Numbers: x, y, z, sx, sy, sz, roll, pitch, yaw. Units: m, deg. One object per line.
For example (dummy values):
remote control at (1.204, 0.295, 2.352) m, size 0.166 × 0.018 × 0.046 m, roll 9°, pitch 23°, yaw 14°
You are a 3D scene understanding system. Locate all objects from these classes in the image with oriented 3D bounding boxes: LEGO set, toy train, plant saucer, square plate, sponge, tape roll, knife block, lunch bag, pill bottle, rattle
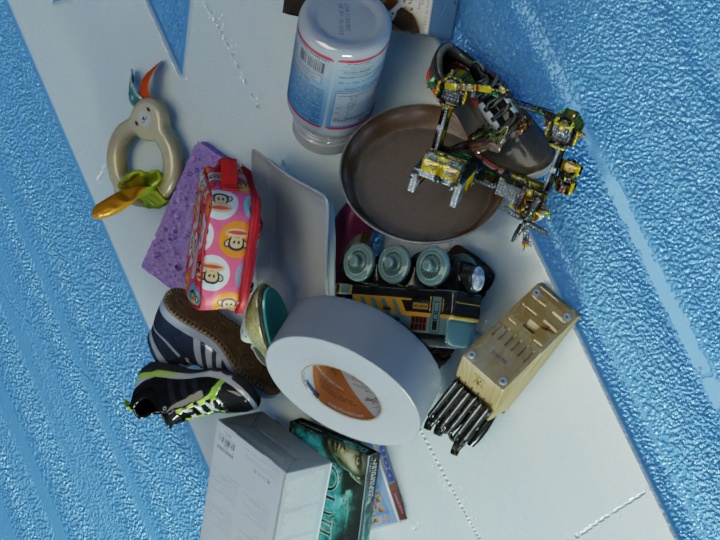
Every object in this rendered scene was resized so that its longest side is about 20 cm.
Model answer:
LEGO set at (0.143, -0.128, 1.308) m, size 0.200 × 0.116 × 0.154 m, roll 29°, pitch 118°, yaw 7°
toy train at (0.054, 0.030, 1.393) m, size 0.200 × 0.085 × 0.114 m, roll 3°, pitch 84°, yaw 37°
plant saucer at (0.074, -0.109, 1.408) m, size 0.200 × 0.032 × 0.201 m, roll 1°, pitch 59°, yaw -1°
square plate at (-0.080, -0.032, 1.487) m, size 0.198 × 0.028 × 0.200 m, roll 36°, pitch 133°, yaw 51°
sponge at (-0.214, -0.062, 1.618) m, size 0.111 × 0.030 × 0.200 m, roll 33°, pitch 107°, yaw 20°
tape roll at (-0.009, 0.119, 1.399) m, size 0.200 × 0.066 × 0.200 m, roll 22°, pitch 146°, yaw 15°
knife block at (0.164, 0.128, 1.434) m, size 0.064 × 0.176 × 0.200 m, roll 41°, pitch 66°, yaw 17°
lunch bag at (-0.170, -0.055, 1.474) m, size 0.082 × 0.200 × 0.176 m, roll 5°, pitch 108°, yaw -12°
pill bottle at (-0.030, -0.231, 1.419) m, size 0.109 × 0.109 × 0.200 m, roll 43°, pitch 150°, yaw 17°
rattle at (-0.319, -0.180, 1.603) m, size 0.130 × 0.143 × 0.200 m, roll 18°, pitch 110°, yaw 43°

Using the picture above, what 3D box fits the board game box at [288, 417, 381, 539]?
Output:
board game box at (-0.044, 0.306, 1.545) m, size 0.135 × 0.028 × 0.200 m, roll 17°, pitch 108°, yaw 35°

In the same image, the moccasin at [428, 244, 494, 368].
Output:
moccasin at (0.082, 0.061, 1.456) m, size 0.078 × 0.074 × 0.202 m, roll 42°, pitch 116°, yaw 33°

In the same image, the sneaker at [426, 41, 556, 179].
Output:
sneaker at (0.147, -0.186, 1.379) m, size 0.077 × 0.082 × 0.200 m, roll -42°, pitch 73°, yaw -10°

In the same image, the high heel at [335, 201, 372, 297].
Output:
high heel at (0.000, 0.000, 1.487) m, size 0.096 × 0.067 × 0.200 m, roll 35°, pitch 115°, yaw 30°

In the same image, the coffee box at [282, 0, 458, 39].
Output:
coffee box at (0.016, -0.350, 1.444) m, size 0.200 × 0.080 × 0.113 m, roll 13°, pitch 102°, yaw 25°

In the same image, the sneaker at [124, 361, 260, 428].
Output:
sneaker at (-0.221, 0.176, 1.561) m, size 0.200 × 0.072 × 0.083 m, roll 2°, pitch 52°, yaw 32°

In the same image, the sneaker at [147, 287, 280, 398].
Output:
sneaker at (-0.200, 0.119, 1.608) m, size 0.200 × 0.070 × 0.109 m, roll 39°, pitch 130°, yaw 2°

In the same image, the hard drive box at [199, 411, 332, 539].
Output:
hard drive box at (-0.127, 0.308, 1.543) m, size 0.156 × 0.077 × 0.200 m, roll 29°, pitch 115°, yaw 44°

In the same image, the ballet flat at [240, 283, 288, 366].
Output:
ballet flat at (-0.114, 0.084, 1.499) m, size 0.071 × 0.200 × 0.071 m, roll -10°, pitch 54°, yaw 14°

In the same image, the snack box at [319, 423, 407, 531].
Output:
snack box at (-0.004, 0.236, 1.541) m, size 0.072 × 0.024 × 0.200 m, roll -20°, pitch 86°, yaw 28°
